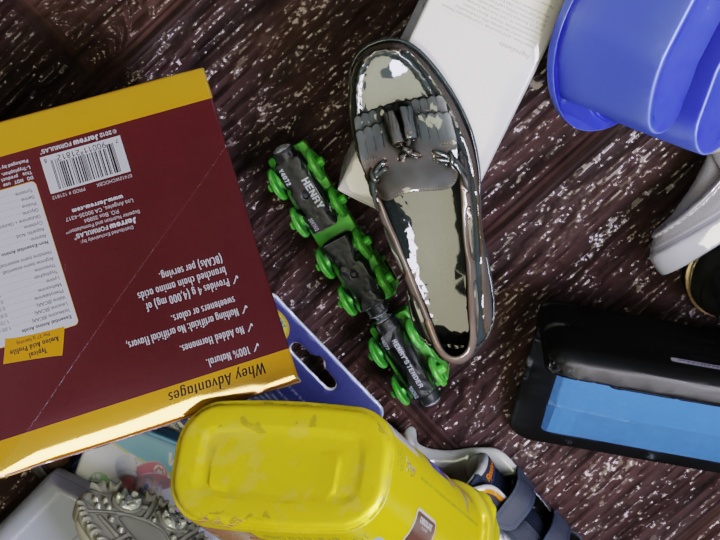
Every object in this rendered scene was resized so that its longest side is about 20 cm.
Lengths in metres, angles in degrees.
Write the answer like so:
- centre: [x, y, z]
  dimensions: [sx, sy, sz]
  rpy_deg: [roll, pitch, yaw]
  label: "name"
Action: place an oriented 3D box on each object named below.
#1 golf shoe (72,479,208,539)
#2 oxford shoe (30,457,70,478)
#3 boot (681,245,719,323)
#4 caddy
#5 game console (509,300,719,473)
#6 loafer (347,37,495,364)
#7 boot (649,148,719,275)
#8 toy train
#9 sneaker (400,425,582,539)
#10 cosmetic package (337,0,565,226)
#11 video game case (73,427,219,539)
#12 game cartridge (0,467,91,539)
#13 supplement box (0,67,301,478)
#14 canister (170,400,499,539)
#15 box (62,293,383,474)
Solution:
- centre: [-0.117, 0.224, 1.363]
  dimensions: [0.200, 0.078, 0.097]
  rpy_deg: [42, 124, 5]
  label: "golf shoe"
- centre: [-0.201, 0.041, 1.410]
  dimensions: [0.084, 0.073, 0.201]
  rpy_deg: [-2, 104, 1]
  label: "oxford shoe"
- centre: [0.309, -0.004, 1.347]
  dimensions: [0.200, 0.138, 0.078]
  rpy_deg: [-26, 102, 7]
  label: "boot"
- centre: [0.190, -0.168, 1.292]
  dimensions: [0.105, 0.141, 0.200]
  rpy_deg: [33, 100, 36]
  label: "caddy"
- centre: [0.203, 0.096, 1.356]
  dimensions: [0.199, 0.176, 0.117]
  rpy_deg: [9, 105, 0]
  label: "game console"
- centre: [0.041, -0.040, 1.276]
  dimensions: [0.072, 0.063, 0.200]
  rpy_deg: [-15, 104, 6]
  label: "loafer"
- centre: [0.245, -0.092, 1.369]
  dimensions: [0.200, 0.074, 0.096]
  rpy_deg: [-39, 94, 2]
  label: "boot"
- centre: [0.000, 0.000, 1.401]
  dimensions: [0.042, 0.056, 0.200]
  rpy_deg: [-28, 102, 13]
  label: "toy train"
- centre: [0.096, 0.174, 1.431]
  dimensions: [0.200, 0.078, 0.080]
  rpy_deg: [25, 110, -3]
  label: "sneaker"
- centre: [0.065, -0.130, 1.340]
  dimensions: [0.085, 0.108, 0.200]
  rpy_deg: [26, 102, -5]
  label: "cosmetic package"
- centre: [-0.142, 0.205, 1.447]
  dimensions: [0.143, 0.018, 0.200]
  rpy_deg: [21, 107, -2]
  label: "video game case"
- centre: [-0.165, 0.233, 1.426]
  dimensions: [0.200, 0.040, 0.133]
  rpy_deg: [44, 103, -4]
  label: "game cartridge"
- centre: [-0.170, 0.005, 1.315]
  dimensions: [0.197, 0.133, 0.201]
  rpy_deg: [-17, 90, -18]
  label: "supplement box"
- centre: [-0.014, 0.146, 1.307]
  dimensions: [0.148, 0.200, 0.087]
  rpy_deg: [1, 70, 22]
  label: "canister"
- centre: [-0.092, 0.114, 1.444]
  dimensions: [0.200, 0.032, 0.121]
  rpy_deg: [-41, 100, 14]
  label: "box"
